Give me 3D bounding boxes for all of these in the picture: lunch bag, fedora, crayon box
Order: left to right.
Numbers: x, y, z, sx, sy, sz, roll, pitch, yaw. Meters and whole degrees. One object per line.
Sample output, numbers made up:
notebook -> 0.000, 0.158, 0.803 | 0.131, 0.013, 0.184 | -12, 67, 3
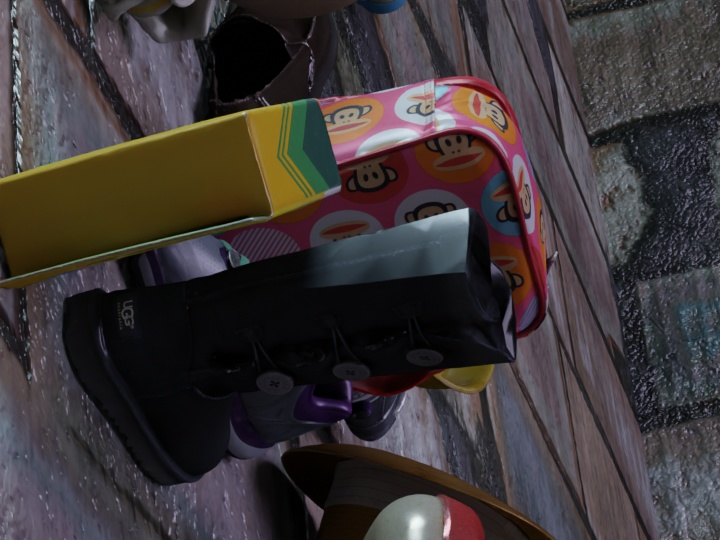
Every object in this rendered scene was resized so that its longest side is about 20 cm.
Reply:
crayon box -> -0.089, -0.037, 1.206 | 0.200, 0.127, 0.051 | -34, 109, -79
lunch bag -> 0.005, -0.008, 1.462 | 0.082, 0.199, 0.177 | -85, 161, -56
fedora -> 0.031, 0.174, 1.540 | 0.082, 0.200, 0.201 | -66, 154, -19

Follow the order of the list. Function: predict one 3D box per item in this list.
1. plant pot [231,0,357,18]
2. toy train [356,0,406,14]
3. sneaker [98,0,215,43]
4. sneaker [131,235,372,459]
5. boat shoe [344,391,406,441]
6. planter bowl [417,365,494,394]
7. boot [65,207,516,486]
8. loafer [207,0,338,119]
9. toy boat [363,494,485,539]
plant pot -> -0.074, -0.265, 1.510 | 0.200, 0.187, 0.188 | 26, 50, -58
toy train -> 0.007, -0.321, 2.201 | 0.116, 0.084, 0.201 | 79, 4, -54
sneaker -> -0.118, -0.179, 1.379 | 0.200, 0.076, 0.081 | 34, 48, -71
sneaker -> -0.058, 0.017, 1.399 | 0.200, 0.087, 0.075 | 65, 15, -46
boat shoe -> 0.009, 0.030, 1.774 | 0.200, 0.071, 0.068 | -88, 159, -48
planter bowl -> 0.000, 0.000, 1.655 | 0.200, 0.083, 0.201 | 49, 27, -36
boot -> -0.020, 0.040, 1.264 | 0.165, 0.199, 0.066 | 55, 24, -63
loafer -> -0.057, -0.137, 1.634 | 0.200, 0.073, 0.071 | -91, 165, -49
toy boat -> 0.052, 0.220, 1.337 | 0.131, 0.130, 0.200 | 117, -15, -49
